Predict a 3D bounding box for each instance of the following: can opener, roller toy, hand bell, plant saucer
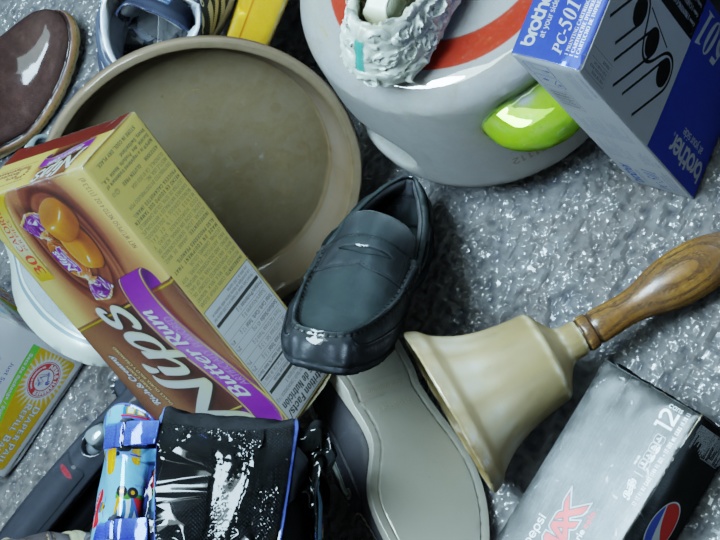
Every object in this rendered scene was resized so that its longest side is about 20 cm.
[{"bbox_3d":[-0.171,0.131,1.249,0.200,0.063,0.079,-42,53,10],"label":"can opener"},{"bbox_3d":[0.067,-0.152,1.171,0.182,0.140,0.200,3,68,21],"label":"roller toy"},{"bbox_3d":[0.135,0.031,1.106,0.200,0.104,0.104,-30,58,-2],"label":"hand bell"},{"bbox_3d":[-0.098,-0.057,1.196,0.200,0.200,0.029,-39,32,12],"label":"plant saucer"}]

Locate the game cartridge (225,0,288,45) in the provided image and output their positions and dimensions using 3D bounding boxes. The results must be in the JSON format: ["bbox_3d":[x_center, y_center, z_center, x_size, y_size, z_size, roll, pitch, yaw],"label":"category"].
[{"bbox_3d":[-0.045,-0.222,1.226,0.176,0.032,0.200,-78,12,-47],"label":"game cartridge"}]

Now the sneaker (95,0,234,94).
[{"bbox_3d":[-0.120,-0.179,1.240,0.070,0.109,0.200,12,66,1],"label":"sneaker"}]

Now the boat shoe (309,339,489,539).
[{"bbox_3d":[0.017,0.115,1.162,0.200,0.073,0.063,66,150,25],"label":"boat shoe"}]

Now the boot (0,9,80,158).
[{"bbox_3d":[-0.304,-0.129,1.362,0.200,0.166,0.072,-47,56,7],"label":"boot"}]

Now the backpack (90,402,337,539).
[{"bbox_3d":[-0.088,0.189,1.106,0.134,0.183,0.200,5,75,-2],"label":"backpack"}]

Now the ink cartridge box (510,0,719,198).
[{"bbox_3d":[0.153,-0.118,1.070,0.044,0.200,0.094,19,82,30],"label":"ink cartridge box"}]

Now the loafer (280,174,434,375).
[{"bbox_3d":[0.000,0.000,1.126,0.068,0.201,0.071,11,114,11],"label":"loafer"}]

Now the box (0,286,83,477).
[{"bbox_3d":[-0.295,0.044,1.272,0.112,0.200,0.101,34,90,37],"label":"box"}]

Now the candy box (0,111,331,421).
[{"bbox_3d":[-0.120,0.009,1.133,0.117,0.200,0.056,-11,33,46],"label":"candy box"}]

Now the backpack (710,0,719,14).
[{"bbox_3d":[0.280,-0.212,1.071,0.190,0.154,0.200,40,91,24],"label":"backpack"}]

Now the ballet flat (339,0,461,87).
[{"bbox_3d":[0.043,-0.195,1.081,0.072,0.072,0.200,12,70,33],"label":"ballet flat"}]

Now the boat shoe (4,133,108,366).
[{"bbox_3d":[-0.195,-0.020,1.291,0.201,0.070,0.072,58,134,44],"label":"boat shoe"}]

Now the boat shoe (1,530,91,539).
[{"bbox_3d":[-0.234,0.214,1.216,0.200,0.073,0.075,-47,38,37],"label":"boat shoe"}]

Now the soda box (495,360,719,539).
[{"bbox_3d":[0.120,0.155,1.070,0.071,0.063,0.200,31,88,35],"label":"soda box"}]
